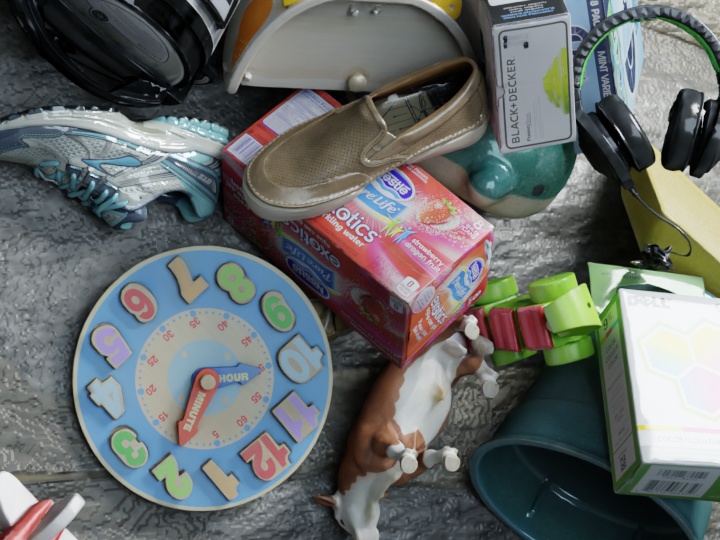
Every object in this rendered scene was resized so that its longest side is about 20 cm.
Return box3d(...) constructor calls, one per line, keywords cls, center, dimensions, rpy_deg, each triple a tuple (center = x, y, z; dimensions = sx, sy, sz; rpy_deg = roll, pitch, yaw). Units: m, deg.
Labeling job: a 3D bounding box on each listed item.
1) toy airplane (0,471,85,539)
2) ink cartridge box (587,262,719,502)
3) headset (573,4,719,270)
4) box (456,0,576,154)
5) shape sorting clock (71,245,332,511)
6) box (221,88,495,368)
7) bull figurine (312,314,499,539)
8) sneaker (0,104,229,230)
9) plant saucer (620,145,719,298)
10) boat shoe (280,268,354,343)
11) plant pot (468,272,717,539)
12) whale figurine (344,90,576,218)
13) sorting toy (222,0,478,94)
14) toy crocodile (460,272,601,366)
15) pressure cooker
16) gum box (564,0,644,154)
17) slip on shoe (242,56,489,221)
box3d(cls="toy airplane", center=(-0.257, 0.230, 1.483), dimensions=(0.199, 0.141, 0.201), rpy_deg=(1, 82, -26))
box3d(cls="ink cartridge box", center=(0.238, 0.071, 1.607), dimensions=(0.103, 0.059, 0.201), rpy_deg=(6, 58, -15))
box3d(cls="headset", center=(0.222, -0.100, 1.622), dimensions=(0.123, 0.094, 0.201), rpy_deg=(-5, 92, 2))
box3d(cls="box", center=(0.114, -0.194, 1.632), dimensions=(0.060, 0.200, 0.117), rpy_deg=(-9, 127, -2))
box3d(cls="shape sorting clock", center=(-0.118, 0.082, 1.609), dimensions=(0.199, 0.039, 0.201), rpy_deg=(-1, 94, -14))
box3d(cls="box", center=(-0.004, -0.036, 1.618), dimensions=(0.200, 0.096, 0.100), rpy_deg=(39, 63, 22))
box3d(cls="bull figurine", center=(0.038, 0.119, 1.650), dimensions=(0.065, 0.121, 0.201), rpy_deg=(30, 74, -27))
box3d(cls="sneaker", center=(-0.190, -0.076, 1.594), dimensions=(0.199, 0.078, 0.087), rpy_deg=(3, 85, -26))
box3d(cls="plant saucer", center=(0.292, -0.010, 1.786), dimensions=(0.200, 0.200, 0.048), rpy_deg=(40, 108, -16))
box3d(cls="boat shoe", center=(0.000, 0.000, 1.683), dimensions=(0.200, 0.063, 0.073), rpy_deg=(-39, 101, -24))
box3d(cls="plant pot", center=(0.218, 0.120, 1.714), dimensions=(0.200, 0.200, 0.197), rpy_deg=(40, 61, -16))
box3d(cls="whale figurine", center=(0.087, -0.121, 1.692), dimensions=(0.199, 0.104, 0.160), rpy_deg=(16, 35, -30))
box3d(cls="sorting toy", center=(-0.011, -0.219, 1.655), dimensions=(0.199, 0.180, 0.107), rpy_deg=(1, 125, -13))
box3d(cls="toy crocodile", center=(0.123, 0.041, 1.663), dimensions=(0.061, 0.200, 0.068), rpy_deg=(-17, 96, -30))
box3d(cls="pressure cooker", center=(-0.169, -0.225, 1.571), dimensions=(0.175, 0.179, 0.201), rpy_deg=(25, 71, 6))
box3d(cls="gum box", center=(0.191, -0.213, 1.718), dimensions=(0.200, 0.044, 0.171), rpy_deg=(-69, 151, -60))
box3d(cls="slip on shoe", center=(0.004, -0.100, 1.565), dimensions=(0.199, 0.061, 0.076), rpy_deg=(-19, 58, -12))
